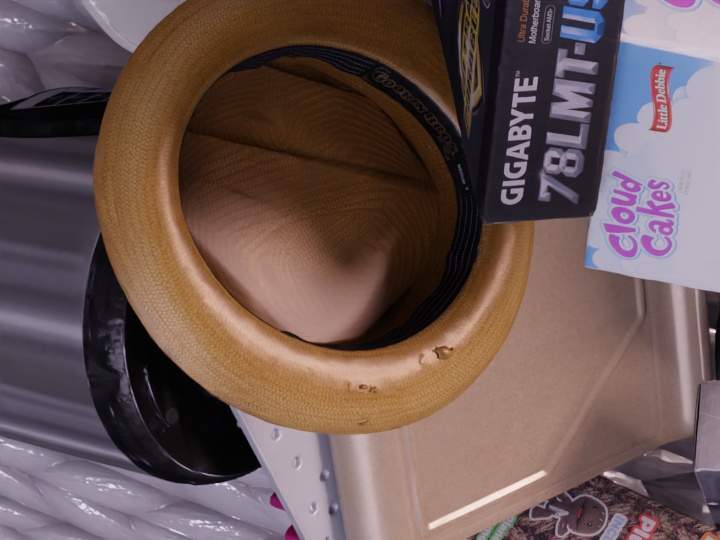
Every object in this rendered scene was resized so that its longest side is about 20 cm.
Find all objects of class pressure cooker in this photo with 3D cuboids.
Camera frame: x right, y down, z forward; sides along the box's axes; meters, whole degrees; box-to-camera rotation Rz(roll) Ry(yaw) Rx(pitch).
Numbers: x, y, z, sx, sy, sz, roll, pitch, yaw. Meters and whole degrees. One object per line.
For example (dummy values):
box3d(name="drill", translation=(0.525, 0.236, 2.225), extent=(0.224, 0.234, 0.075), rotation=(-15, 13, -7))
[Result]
box3d(name="pressure cooker", translation=(-0.127, 0.004, 1.083), extent=(0.200, 0.179, 0.176), rotation=(9, 142, 40))

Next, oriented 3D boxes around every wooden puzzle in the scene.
box3d(name="wooden puzzle", translation=(0.070, 0.026, 1.058), extent=(0.200, 0.037, 0.185), rotation=(-19, 117, -22))

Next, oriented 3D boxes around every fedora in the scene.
box3d(name="fedora", translation=(-0.026, -0.026, 0.923), extent=(0.201, 0.201, 0.082), rotation=(41, 158, -21))

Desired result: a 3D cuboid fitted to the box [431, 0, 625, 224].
box3d(name="box", translation=(0.056, -0.155, 0.829), extent=(0.050, 0.199, 0.200), rotation=(-5, 135, -8))

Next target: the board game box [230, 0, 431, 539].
box3d(name="board game box", translation=(0.000, 0.000, 1.047), extent=(0.026, 0.200, 0.200), rotation=(14, 141, 41))

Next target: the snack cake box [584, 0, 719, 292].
box3d(name="snack cake box", translation=(0.135, -0.102, 0.894), extent=(0.067, 0.200, 0.115), rotation=(10, 134, 5))

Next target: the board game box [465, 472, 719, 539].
box3d(name="board game box", translation=(0.120, 0.177, 1.160), extent=(0.200, 0.097, 0.159), rotation=(23, 161, 27))

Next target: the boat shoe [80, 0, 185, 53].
box3d(name="boat shoe", translation=(-0.098, -0.183, 0.935), extent=(0.073, 0.062, 0.200), rotation=(-8, 122, 17))

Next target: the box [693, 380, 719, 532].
box3d(name="box", translation=(0.268, 0.107, 1.075), extent=(0.200, 0.048, 0.158), rotation=(-1, 151, 19))

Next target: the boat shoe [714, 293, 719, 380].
box3d(name="boat shoe", translation=(0.207, 0.012, 1.082), extent=(0.073, 0.075, 0.200), rotation=(-2, 141, 6))
